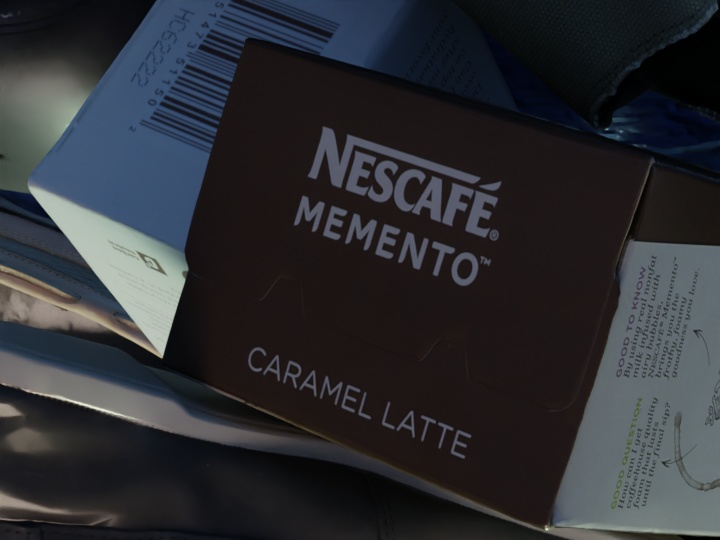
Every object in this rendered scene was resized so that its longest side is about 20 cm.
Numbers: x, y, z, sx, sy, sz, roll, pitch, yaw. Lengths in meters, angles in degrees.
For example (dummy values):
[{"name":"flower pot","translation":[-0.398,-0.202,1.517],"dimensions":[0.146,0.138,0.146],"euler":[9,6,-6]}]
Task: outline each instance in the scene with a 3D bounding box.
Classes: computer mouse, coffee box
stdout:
[{"name":"computer mouse","translation":[-0.118,-0.051,0.718],"dimensions":[0.199,0.053,0.139],"euler":[0,149,23]},{"name":"coffee box","translation":[0.062,0.011,0.614],"dimensions":[0.114,0.080,0.200],"euler":[19,-175,34]}]

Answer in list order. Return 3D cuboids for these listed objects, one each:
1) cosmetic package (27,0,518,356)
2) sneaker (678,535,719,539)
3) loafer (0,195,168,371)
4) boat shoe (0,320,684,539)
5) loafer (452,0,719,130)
[{"name":"cosmetic package","translation":[0.000,0.000,0.697],"dimensions":[0.071,0.102,0.200],"euler":[23,159,32]},{"name":"sneaker","translation":[0.071,0.111,0.672],"dimensions":[0.199,0.087,0.074],"euler":[-1,-171,2]},{"name":"loafer","translation":[-0.125,0.015,0.815],"dimensions":[0.198,0.063,0.072],"euler":[7,121,3]},{"name":"boat shoe","translation":[-0.015,0.061,0.590],"dimensions":[0.199,0.057,0.067],"euler":[17,-174,-20]},{"name":"loafer","translation":[0.058,-0.075,0.581],"dimensions":[0.199,0.070,0.075],"euler":[17,152,-10]}]
